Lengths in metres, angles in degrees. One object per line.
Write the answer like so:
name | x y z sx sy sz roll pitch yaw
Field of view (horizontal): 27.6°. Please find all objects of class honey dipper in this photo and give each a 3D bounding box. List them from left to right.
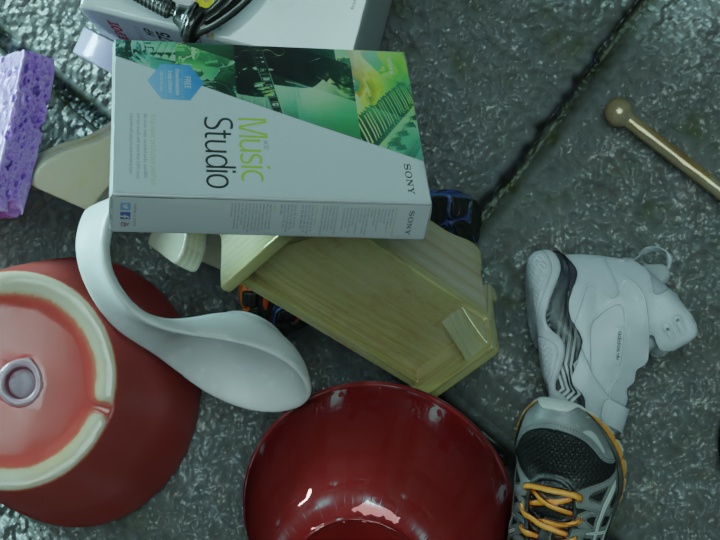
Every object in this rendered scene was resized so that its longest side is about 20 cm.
honey dipper | 0.263 -0.064 1.098 0.199 0.038 0.038 39 86 12

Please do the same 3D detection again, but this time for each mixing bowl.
mixing bowl | 0.006 0.188 0.999 0.197 0.108 0.203 2 106 7

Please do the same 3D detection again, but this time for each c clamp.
c clamp | -0.157 -0.219 1.001 0.198 0.027 0.173 24 80 8

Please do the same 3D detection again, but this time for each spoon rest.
spoon rest | -0.114 0.038 0.981 0.200 0.099 0.061 44 51 -26

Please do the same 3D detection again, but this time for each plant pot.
plant pot | -0.219 0.081 1.029 0.197 0.177 0.204 0 83 3

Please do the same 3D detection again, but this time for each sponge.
sponge | -0.287 -0.093 1.064 0.030 0.199 0.113 17 80 -37

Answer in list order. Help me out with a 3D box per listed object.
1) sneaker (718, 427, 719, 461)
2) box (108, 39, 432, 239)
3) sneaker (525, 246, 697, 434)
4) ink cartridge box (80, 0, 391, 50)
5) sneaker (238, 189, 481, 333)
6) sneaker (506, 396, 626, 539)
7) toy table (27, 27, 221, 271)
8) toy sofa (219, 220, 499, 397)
sneaker | 0.323 0.056 1.052 0.086 0.076 0.203 11 102 -6
box | -0.060 -0.085 0.931 0.197 0.037 0.146 2 48 -11
sneaker | 0.187 0.079 1.058 0.113 0.075 0.203 -8 84 0
ink cartridge box | -0.080 -0.217 1.079 0.197 0.147 0.148 14 84 6
sneaker | -0.003 -0.021 1.084 0.197 0.079 0.076 -15 120 -15
sneaker | 0.133 0.177 0.995 0.077 0.077 0.202 9 122 24
toy table | -0.136 -0.080 1.058 0.198 0.184 0.118 26 94 -26
toy sofa | 0.000 0.000 1.012 0.083 0.199 0.098 -38 36 29
